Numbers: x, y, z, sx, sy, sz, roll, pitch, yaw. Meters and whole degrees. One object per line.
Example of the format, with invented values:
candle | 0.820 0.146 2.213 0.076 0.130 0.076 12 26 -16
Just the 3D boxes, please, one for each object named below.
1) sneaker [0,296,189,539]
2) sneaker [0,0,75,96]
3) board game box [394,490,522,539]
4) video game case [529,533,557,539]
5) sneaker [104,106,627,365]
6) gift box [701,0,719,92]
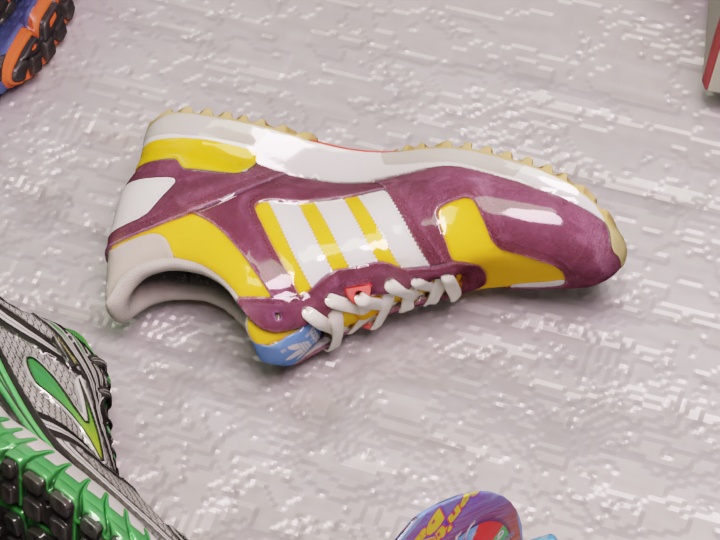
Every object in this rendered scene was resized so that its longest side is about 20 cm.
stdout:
sneaker | -0.112 0.062 0.942 0.085 0.078 0.200 -31 67 -37
sneaker | -0.188 -0.072 1.047 0.078 0.075 0.200 11 51 23
board game box | 0.003 0.162 0.790 0.039 0.158 0.200 32 69 23
video game case | -0.003 0.186 0.878 0.199 0.018 0.143 -18 62 -5
sneaker | 0.000 0.000 0.977 0.199 0.075 0.090 8 67 19
gift box | 0.218 -0.177 1.001 0.186 0.185 0.200 7 55 1
